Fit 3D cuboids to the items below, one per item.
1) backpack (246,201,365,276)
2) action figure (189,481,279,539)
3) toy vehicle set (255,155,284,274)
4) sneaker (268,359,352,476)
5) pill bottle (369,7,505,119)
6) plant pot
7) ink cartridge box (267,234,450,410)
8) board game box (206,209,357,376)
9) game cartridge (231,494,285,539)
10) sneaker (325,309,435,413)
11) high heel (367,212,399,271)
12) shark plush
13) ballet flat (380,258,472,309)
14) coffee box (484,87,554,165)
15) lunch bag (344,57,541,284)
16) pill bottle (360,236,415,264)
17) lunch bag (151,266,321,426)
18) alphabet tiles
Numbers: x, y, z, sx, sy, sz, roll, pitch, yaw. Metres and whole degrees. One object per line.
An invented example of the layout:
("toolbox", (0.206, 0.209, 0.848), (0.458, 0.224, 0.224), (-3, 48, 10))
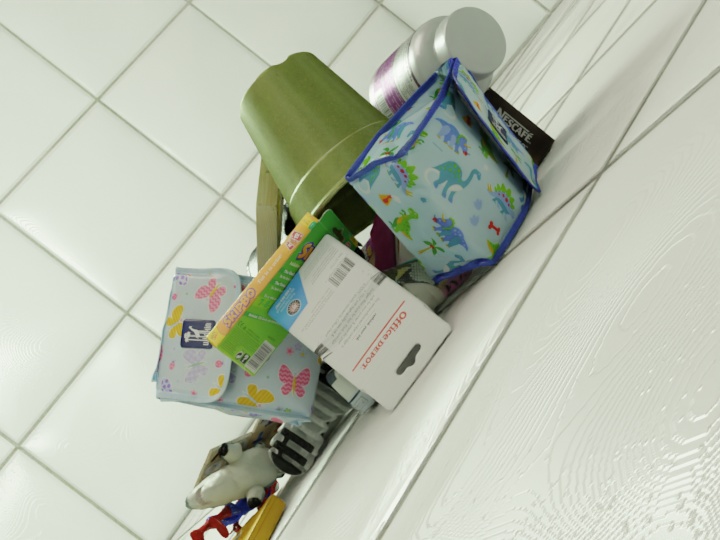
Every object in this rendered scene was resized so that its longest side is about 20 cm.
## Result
("backpack", (-0.073, -0.006, 1.605), (0.167, 0.126, 0.200), (-51, 29, 9))
("action figure", (-0.158, 0.323, 1.571), (0.065, 0.052, 0.200), (-44, -4, 23))
("toy vehicle set", (-0.117, -0.089, 1.520), (0.201, 0.026, 0.125), (-91, 3, -53))
("sneaker", (-0.046, 0.174, 1.522), (0.201, 0.075, 0.081), (-52, -6, 8))
("pill bottle", (0.096, -0.246, 1.437), (0.113, 0.112, 0.200), (-54, 11, -25))
("plant pot", (-0.047, -0.157, 1.413), (0.199, 0.190, 0.200), (-36, -16, -12))
("ink cartridge box", (0.008, 0.063, 1.276), (0.116, 0.199, 0.068), (-53, -33, -1))
("board game box", (-0.086, 0.022, 1.325), (0.200, 0.030, 0.096), (-49, -33, -4))
("game cartridge", (-0.178, 0.387, 1.423), (0.201, 0.032, 0.176), (-53, 2, 26))
("sneaker", (0.029, 0.077, 1.392), (0.200, 0.071, 0.073), (-53, 2, -39))
("high heel", (0.000, 0.000, 1.453), (0.068, 0.095, 0.202), (-84, -3, -57))
("shark plush", (-0.150, 0.264, 1.540), (0.083, 0.091, 0.200), (-41, -4, 28))
("ballet flat", (0.036, 0.030, 1.356), (0.069, 0.198, 0.072), (61, -153, -48))
("coffee box", (0.141, -0.115, 1.477), (0.201, 0.113, 0.080), (-54, 4, -13))
("lunch bag", (0.109, -0.118, 1.285), (0.127, 0.170, 0.201), (-20, 27, 46))
("pill bottle", (0.032, 0.019, 1.650), (0.200, 0.112, 0.112), (-52, 2, 30))
("lunch bag", (-0.147, 0.094, 1.426), (0.127, 0.198, 0.172), (133, 149, -76))
("alphabet tiles", (-0.133, 0.237, 1.579), (0.199, 0.008, 0.168), (-20, -30, -37))
